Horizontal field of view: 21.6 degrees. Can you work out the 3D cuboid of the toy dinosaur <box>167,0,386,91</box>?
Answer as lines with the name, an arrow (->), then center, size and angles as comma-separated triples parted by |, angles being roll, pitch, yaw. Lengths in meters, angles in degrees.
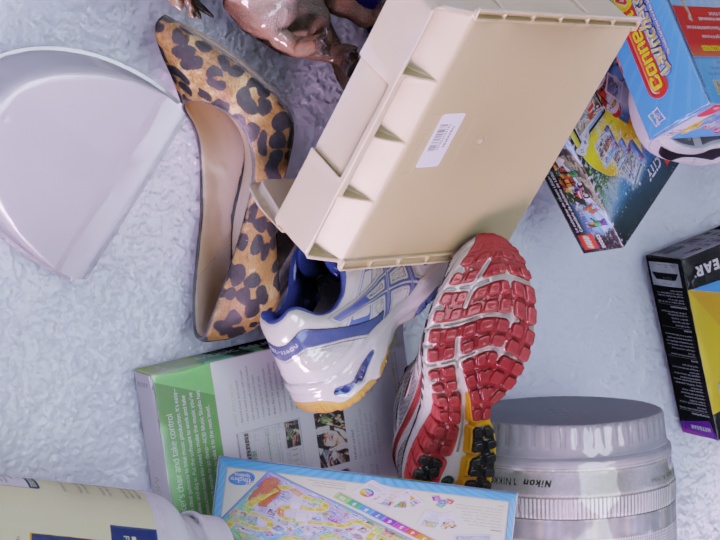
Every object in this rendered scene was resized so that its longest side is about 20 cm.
toy dinosaur -> -0.063, -0.180, 1.250 | 0.200, 0.134, 0.087 | 36, 67, -60

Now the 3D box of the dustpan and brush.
dustpan and brush -> -0.227, -0.100, 1.189 | 0.199, 0.057, 0.140 | 32, 90, -33

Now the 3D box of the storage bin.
storage bin -> 0.051, -0.108, 1.211 | 0.197, 0.094, 0.201 | -5, 133, -46

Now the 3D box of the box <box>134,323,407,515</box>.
box -> -0.052, 0.119, 1.306 | 0.198, 0.036, 0.146 | -12, 99, -30

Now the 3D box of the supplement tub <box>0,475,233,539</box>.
supplement tub -> -0.187, 0.203, 1.161 | 0.198, 0.145, 0.147 | 9, 89, -23

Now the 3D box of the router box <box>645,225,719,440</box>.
router box -> 0.330, 0.029, 1.506 | 0.199, 0.051, 0.151 | -21, 104, -27

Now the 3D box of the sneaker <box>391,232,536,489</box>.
sneaker -> 0.058, 0.068, 1.280 | 0.077, 0.082, 0.202 | 8, 109, -23

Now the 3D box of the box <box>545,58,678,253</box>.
box -> 0.189, -0.128, 1.384 | 0.200, 0.037, 0.137 | -51, 121, -40

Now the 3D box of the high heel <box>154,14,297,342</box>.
high heel -> -0.103, -0.056, 1.245 | 0.143, 0.071, 0.200 | -50, 120, -20

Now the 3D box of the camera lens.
camera lens -> 0.147, 0.200, 1.351 | 0.159, 0.160, 0.202 | -3, 95, -29

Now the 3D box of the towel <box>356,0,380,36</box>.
towel -> 0.088, -0.156, 1.360 | 0.147, 0.049, 0.201 | -34, 108, -25

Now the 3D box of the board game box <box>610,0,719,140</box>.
board game box -> 0.241, -0.196, 1.344 | 0.199, 0.056, 0.198 | -7, 73, -49

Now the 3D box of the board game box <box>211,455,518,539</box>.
board game box -> -0.003, 0.200, 1.231 | 0.198, 0.034, 0.136 | 7, 82, 5

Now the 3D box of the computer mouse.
computer mouse -> 0.248, -0.114, 1.385 | 0.199, 0.044, 0.111 | 0, 72, -48

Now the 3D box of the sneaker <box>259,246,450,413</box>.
sneaker -> 0.000, 0.000, 1.271 | 0.089, 0.075, 0.201 | 60, 40, -29
